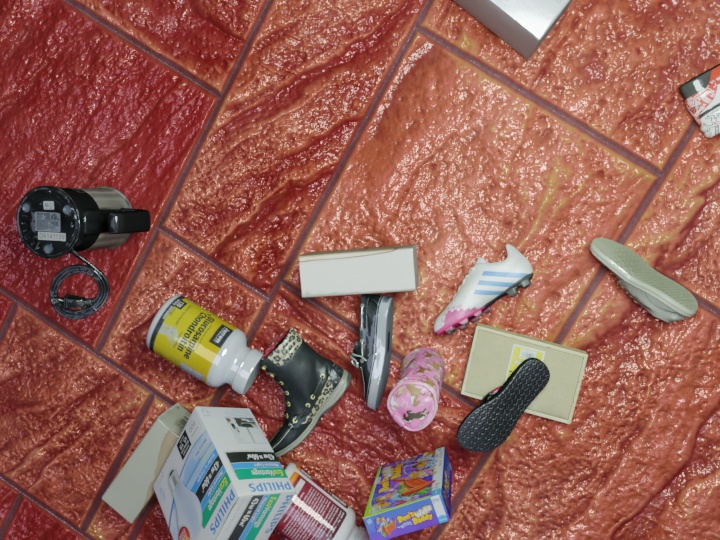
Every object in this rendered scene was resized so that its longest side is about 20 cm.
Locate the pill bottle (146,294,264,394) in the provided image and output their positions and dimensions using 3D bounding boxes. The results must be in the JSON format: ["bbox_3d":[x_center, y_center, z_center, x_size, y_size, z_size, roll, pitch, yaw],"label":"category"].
[{"bbox_3d":[-0.276,0.138,1.208,0.197,0.112,0.114,29,100,4],"label":"pill bottle"}]

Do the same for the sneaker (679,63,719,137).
[{"bbox_3d":[0.613,-0.289,1.045,0.199,0.067,0.110,-28,92,14],"label":"sneaker"}]

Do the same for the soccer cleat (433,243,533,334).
[{"bbox_3d":[0.200,0.032,1.151,0.198,0.070,0.087,-33,75,9],"label":"soccer cleat"}]

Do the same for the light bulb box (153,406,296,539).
[{"bbox_3d":[-0.240,0.379,1.156,0.200,0.123,0.201,47,114,41],"label":"light bulb box"}]

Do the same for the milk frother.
[{"bbox_3d":[-0.481,-0.038,1.182,0.177,0.188,0.204,20,99,7],"label":"milk frother"}]

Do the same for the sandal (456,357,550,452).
[{"bbox_3d":[0.245,0.232,1.150,0.200,0.045,0.075,-45,95,-3],"label":"sandal"}]

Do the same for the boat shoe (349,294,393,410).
[{"bbox_3d":[0.016,0.143,1.183,0.066,0.074,0.205,8,104,16],"label":"boat shoe"}]

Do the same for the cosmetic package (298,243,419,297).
[{"bbox_3d":[0.000,0.000,1.154,0.195,0.104,0.075,-5,95,8],"label":"cosmetic package"}]

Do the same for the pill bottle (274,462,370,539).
[{"bbox_3d":[-0.082,0.453,1.212,0.198,0.113,0.114,37,100,4],"label":"pill bottle"}]

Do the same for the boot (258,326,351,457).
[{"bbox_3d":[-0.132,0.216,1.197,0.153,0.074,0.204,42,94,-15],"label":"boot"}]

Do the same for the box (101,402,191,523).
[{"bbox_3d":[-0.388,0.361,1.261,0.077,0.095,0.201,37,102,3],"label":"box"}]

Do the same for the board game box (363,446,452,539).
[{"bbox_3d":[0.086,0.374,1.133,0.132,0.200,0.046,-21,93,10],"label":"board game box"}]

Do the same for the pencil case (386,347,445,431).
[{"bbox_3d":[0.095,0.192,1.111,0.081,0.200,0.089,7,99,9],"label":"pencil case"}]

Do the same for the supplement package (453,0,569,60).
[{"bbox_3d":[0.226,-0.446,1.041,0.199,0.156,0.112,40,100,3],"label":"supplement package"}]

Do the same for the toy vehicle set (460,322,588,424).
[{"bbox_3d":[0.283,0.178,1.168,0.195,0.027,0.127,15,99,7],"label":"toy vehicle set"}]

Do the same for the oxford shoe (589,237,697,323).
[{"bbox_3d":[0.458,0.020,1.106,0.198,0.075,0.058,36,136,5],"label":"oxford shoe"}]
